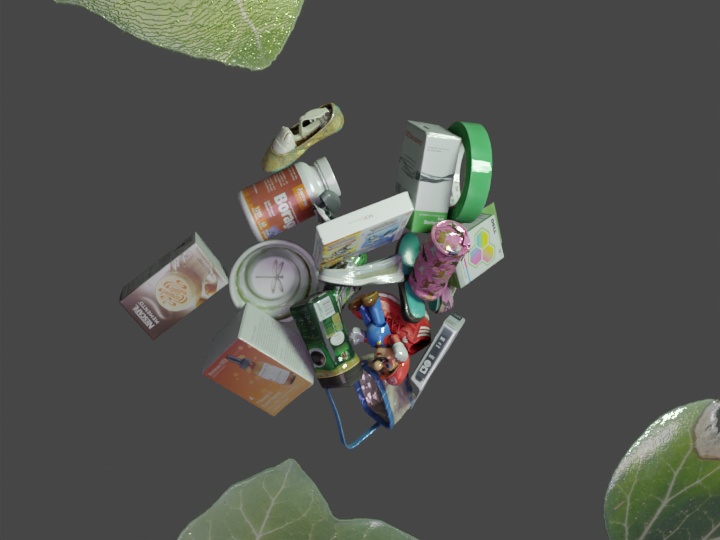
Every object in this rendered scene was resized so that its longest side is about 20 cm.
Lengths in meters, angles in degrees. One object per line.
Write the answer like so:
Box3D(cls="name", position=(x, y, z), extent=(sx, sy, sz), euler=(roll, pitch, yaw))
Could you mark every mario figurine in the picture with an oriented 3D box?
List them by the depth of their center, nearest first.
Box3D(cls="mario figurine", position=(0.035, 0.155, 1.586), extent=(0.104, 0.123, 0.204), euler=(-25, 91, -3))

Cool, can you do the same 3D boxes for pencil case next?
Box3D(cls="pencil case", position=(0.161, -0.017, 1.535), extent=(0.081, 0.088, 0.201), euler=(-19, 156, -24))

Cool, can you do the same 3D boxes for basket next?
Box3D(cls="basket", position=(0.021, 0.288, 1.691), extent=(0.197, 0.138, 0.181), euler=(-28, 116, -30))

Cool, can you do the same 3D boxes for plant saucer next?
Box3D(cls="plant saucer", position=(-0.187, 0.018, 1.591), extent=(0.194, 0.050, 0.205), euler=(-6, 118, -11))

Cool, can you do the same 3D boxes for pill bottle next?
Box3D(cls="pill bottle", position=(-0.144, -0.150, 1.512), extent=(0.196, 0.112, 0.114), euler=(-26, 114, -3))

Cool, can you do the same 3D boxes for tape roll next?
Box3D(cls="tape roll", position=(0.211, -0.202, 1.533), extent=(0.047, 0.201, 0.206), euler=(3, 110, -14))

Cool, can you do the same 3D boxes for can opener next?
Box3D(cls="can opener", position=(-0.054, -0.105, 1.515), extent=(0.066, 0.200, 0.053), euler=(-41, 76, -1))

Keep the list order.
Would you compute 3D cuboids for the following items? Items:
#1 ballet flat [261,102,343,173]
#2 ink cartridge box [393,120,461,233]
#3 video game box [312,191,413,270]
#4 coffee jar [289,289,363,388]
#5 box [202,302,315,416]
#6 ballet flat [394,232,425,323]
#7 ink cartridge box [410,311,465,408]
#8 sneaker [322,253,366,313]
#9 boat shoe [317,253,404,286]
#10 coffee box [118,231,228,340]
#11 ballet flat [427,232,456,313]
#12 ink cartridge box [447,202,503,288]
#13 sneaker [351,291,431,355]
Box3D(cls="ballet flat", position=(-0.124, -0.274, 1.493), extent=(0.197, 0.071, 0.072), euler=(-33, 114, -4))
Box3D(cls="ink cartridge box", position=(0.134, -0.197, 1.546), extent=(0.081, 0.147, 0.206), euler=(3, 110, -16))
Box3D(cls="video game box", position=(0.002, -0.077, 1.500), extent=(0.195, 0.183, 0.048), euler=(-22, 75, -11))
Box3D(cls="coffee jar", position=(-0.069, 0.150, 1.562), extent=(0.084, 0.103, 0.205), euler=(-26, 98, -39))
Box3D(cls="box", position=(-0.215, 0.195, 1.597), extent=(0.198, 0.108, 0.152), euler=(34, 125, -22))
Box3D(cls="ballet flat", position=(0.102, 0.020, 1.647), extent=(0.066, 0.068, 0.206), euler=(4, 72, -20))
Box3D(cls="ink cartridge box", position=(0.164, 0.198, 1.678), extent=(0.043, 0.198, 0.203), euler=(30, 100, 9))
Box3D(cls="sneaker", position=(-0.034, 0.044, 1.631), extent=(0.083, 0.078, 0.205), euler=(10, 107, -18))
Box3D(cls="boat shoe", position=(0.001, 0.000, 1.566), extent=(0.196, 0.074, 0.067), euler=(-3, 88, -21))
Box3D(cls="coffee box", position=(-0.386, 0.033, 1.537), extent=(0.198, 0.080, 0.115), euler=(-37, 114, 2))
Box3D(cls="ballet flat", position=(0.188, -0.003, 1.679), extent=(0.070, 0.069, 0.206), euler=(-13, 111, -28))
Box3D(cls="ink cartridge box", position=(0.258, -0.058, 1.635), extent=(0.198, 0.059, 0.106), euler=(-32, 116, -28))
Box3D(cls="sneaker", position=(0.077, 0.121, 1.658), extent=(0.194, 0.117, 0.080), euler=(10, 124, -17))
